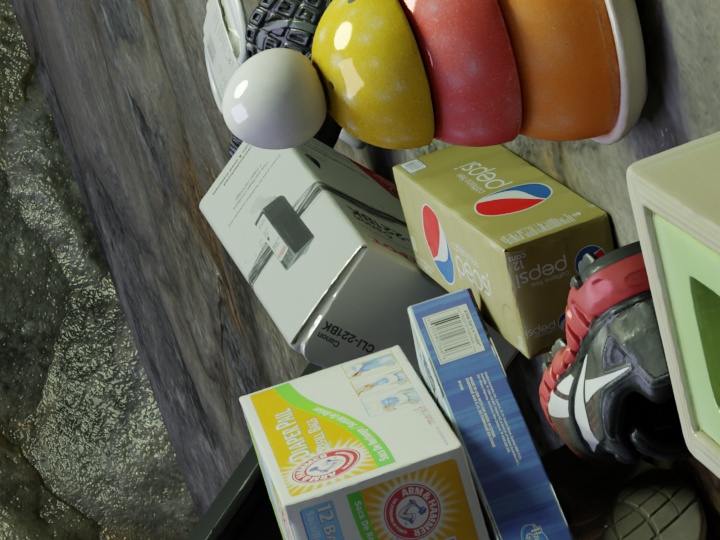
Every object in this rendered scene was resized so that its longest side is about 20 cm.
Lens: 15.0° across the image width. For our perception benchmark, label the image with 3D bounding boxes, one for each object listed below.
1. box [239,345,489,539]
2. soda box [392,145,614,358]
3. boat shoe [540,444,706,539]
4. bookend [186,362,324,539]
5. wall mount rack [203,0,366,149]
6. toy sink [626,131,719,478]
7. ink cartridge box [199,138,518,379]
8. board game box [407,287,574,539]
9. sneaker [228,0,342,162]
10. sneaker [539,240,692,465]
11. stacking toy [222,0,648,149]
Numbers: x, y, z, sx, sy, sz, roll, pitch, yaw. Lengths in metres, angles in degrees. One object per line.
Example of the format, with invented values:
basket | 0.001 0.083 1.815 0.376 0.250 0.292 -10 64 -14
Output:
box | 0.006 0.131 1.519 0.200 0.101 0.113 -122 15 -73
soda box | 0.083 -0.016 1.556 0.200 0.064 0.068 -137 30 -67
boat shoe | 0.151 0.151 1.506 0.200 0.075 0.072 -116 6 -73
bookend | -0.001 0.190 1.749 0.198 0.200 0.092 37 170 -5
wall mount rack | -0.063 -0.147 2.016 0.200 0.074 0.175 120 134 -75
toy sink | 0.190 0.029 1.017 0.200 0.111 0.131 -136 29 -65
ink cartridge box | 0.000 0.000 1.744 0.144 0.084 0.200 28 -165 -32
board game box | 0.084 0.146 1.545 0.199 0.043 0.201 80 171 -56
sneaker | -0.034 -0.141 1.865 0.076 0.091 0.201 32 132 12
sneaker | 0.140 0.066 1.401 0.201 0.070 0.098 97 154 -62
stacking toy | 0.028 -0.106 1.330 0.146 0.199 0.147 160 90 -78
